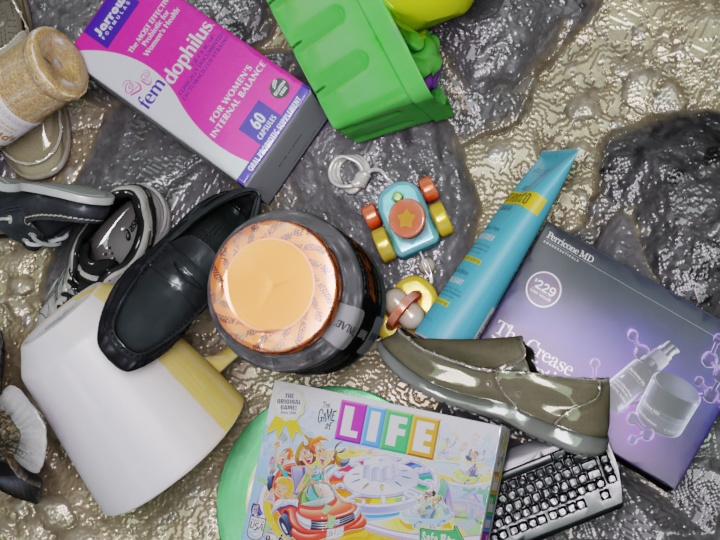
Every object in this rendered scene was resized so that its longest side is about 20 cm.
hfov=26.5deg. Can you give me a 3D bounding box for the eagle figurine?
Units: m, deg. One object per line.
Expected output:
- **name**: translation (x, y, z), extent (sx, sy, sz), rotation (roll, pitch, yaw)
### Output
- **eagle figurine**: translation (-0.319, 0.129, 1.249), extent (0.150, 0.200, 0.153), rotation (33, 101, 0)

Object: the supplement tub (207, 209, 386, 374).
- **supplement tub**: translation (-0.049, 0.019, 1.198), extent (0.121, 0.200, 0.124), rotation (-1, 86, 8)

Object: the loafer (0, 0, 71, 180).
- **loafer**: translation (-0.317, -0.178, 1.371), extent (0.075, 0.068, 0.202), rotation (-21, 81, 3)

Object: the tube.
- **tube**: translation (0.119, -0.017, 1.292), extent (0.050, 0.077, 0.201), rotation (35, 83, -21)

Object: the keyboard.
- **keyboard**: translation (0.117, 0.201, 1.226), extent (0.198, 0.040, 0.105), rotation (-24, 86, 11)

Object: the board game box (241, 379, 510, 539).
- **board game box**: translation (0.011, 0.174, 1.236), extent (0.198, 0.034, 0.136), rotation (9, 83, 20)

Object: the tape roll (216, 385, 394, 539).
- **tape roll**: translation (-0.022, 0.201, 1.298), extent (0.198, 0.048, 0.203), rotation (-1, 83, 6)

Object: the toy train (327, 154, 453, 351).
- **toy train**: translation (0.000, 0.000, 1.318), extent (0.149, 0.056, 0.202), rotation (15, 85, 8)

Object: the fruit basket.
- **fruit basket**: translation (0.032, -0.232, 1.292), extent (0.213, 0.155, 0.219), rotation (-1, 86, 13)

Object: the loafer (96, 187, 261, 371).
- **loafer**: translation (-0.142, 0.000, 1.220), extent (0.068, 0.070, 0.201), rotation (43, 47, -9)

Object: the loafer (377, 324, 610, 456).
- **loafer**: translation (0.110, 0.082, 1.214), extent (0.198, 0.075, 0.070), rotation (21, 94, 10)

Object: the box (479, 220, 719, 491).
- **box**: translation (0.207, 0.072, 1.275), extent (0.199, 0.079, 0.142), rotation (30, 84, 9)

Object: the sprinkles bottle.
- **sprinkles bottle**: translation (-0.323, -0.134, 1.311), extent (0.199, 0.068, 0.069), rotation (-28, 79, 29)

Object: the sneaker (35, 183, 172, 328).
- **sneaker**: translation (-0.238, 0.011, 1.329), extent (0.075, 0.088, 0.202), rotation (25, 88, 7)

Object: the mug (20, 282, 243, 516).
- **mug**: translation (-0.193, 0.086, 1.273), extent (0.149, 0.187, 0.154), rotation (-30, 105, 33)

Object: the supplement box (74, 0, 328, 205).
- **supplement box**: translation (-0.140, -0.160, 1.332), extent (0.199, 0.103, 0.102), rotation (35, 89, 11)

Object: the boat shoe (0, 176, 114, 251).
- **boat shoe**: translation (-0.277, -0.047, 1.315), extent (0.199, 0.075, 0.061), rotation (9, 92, 52)
